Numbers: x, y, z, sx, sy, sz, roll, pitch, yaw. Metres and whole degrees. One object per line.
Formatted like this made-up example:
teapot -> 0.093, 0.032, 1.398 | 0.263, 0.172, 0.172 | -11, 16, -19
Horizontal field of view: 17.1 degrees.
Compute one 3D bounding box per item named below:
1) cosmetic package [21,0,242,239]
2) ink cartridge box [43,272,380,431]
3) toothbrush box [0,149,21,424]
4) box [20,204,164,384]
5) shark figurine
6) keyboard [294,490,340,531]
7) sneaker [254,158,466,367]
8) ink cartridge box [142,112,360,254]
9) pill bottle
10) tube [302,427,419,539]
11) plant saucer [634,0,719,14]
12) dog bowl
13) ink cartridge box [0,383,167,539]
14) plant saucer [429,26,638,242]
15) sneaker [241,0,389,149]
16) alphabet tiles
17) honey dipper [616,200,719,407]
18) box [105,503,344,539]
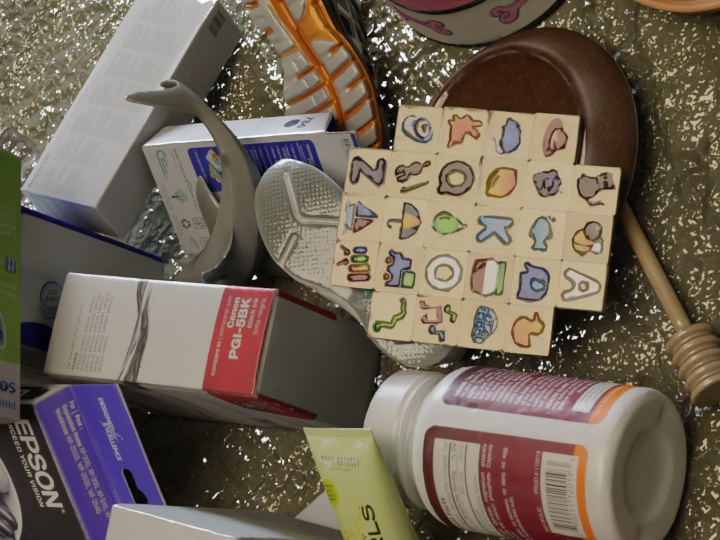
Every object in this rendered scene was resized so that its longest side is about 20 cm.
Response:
cosmetic package -> -0.177, -0.124, 1.874 | 0.083, 0.051, 0.200 | 15, 66, 34
ink cartridge box -> -0.108, 0.061, 1.761 | 0.200, 0.147, 0.083 | 4, 78, 34
toothbrush box -> -0.326, 0.015, 1.735 | 0.146, 0.086, 0.200 | -11, 73, 31
box -> -0.286, 0.022, 1.871 | 0.200, 0.184, 0.105 | -1, 77, 34
shark figurine -> -0.105, -0.038, 1.759 | 0.128, 0.090, 0.215 | 15, 131, 23
keyboard -> -0.072, 0.237, 1.782 | 0.200, 0.011, 0.056 | -42, 54, 19
sneaker -> 0.000, 0.000, 1.725 | 0.070, 0.080, 0.200 | -47, 71, 9
ink cartridge box -> -0.062, -0.064, 1.796 | 0.200, 0.039, 0.100 | 0, 120, 35
pill bottle -> 0.108, 0.125, 1.619 | 0.200, 0.114, 0.114 | 6, 83, 36
tube -> 0.018, 0.197, 1.641 | 0.058, 0.052, 0.200 | -17, 104, 13
plant saucer -> 0.245, -0.272, 1.665 | 0.200, 0.037, 0.200 | -8, 75, 32
dog bowl -> 0.075, -0.270, 1.760 | 0.200, 0.074, 0.200 | -9, 73, 33
ink cartridge box -> -0.226, 0.175, 1.798 | 0.200, 0.043, 0.198 | -2, 116, 41
plant saucer -> 0.106, -0.081, 1.702 | 0.200, 0.034, 0.200 | -15, 67, 39
sneaker -> -0.021, -0.161, 1.804 | 0.078, 0.077, 0.200 | -24, 84, 33
alphabet tiles -> 0.078, -0.029, 1.655 | 0.200, 0.006, 0.167 | 5, 84, 21
honey dipper -> 0.203, 0.001, 1.635 | 0.038, 0.038, 0.200 | -36, 58, 22
box -> -0.090, 0.247, 1.664 | 0.106, 0.200, 0.152 | 12, 89, 31
